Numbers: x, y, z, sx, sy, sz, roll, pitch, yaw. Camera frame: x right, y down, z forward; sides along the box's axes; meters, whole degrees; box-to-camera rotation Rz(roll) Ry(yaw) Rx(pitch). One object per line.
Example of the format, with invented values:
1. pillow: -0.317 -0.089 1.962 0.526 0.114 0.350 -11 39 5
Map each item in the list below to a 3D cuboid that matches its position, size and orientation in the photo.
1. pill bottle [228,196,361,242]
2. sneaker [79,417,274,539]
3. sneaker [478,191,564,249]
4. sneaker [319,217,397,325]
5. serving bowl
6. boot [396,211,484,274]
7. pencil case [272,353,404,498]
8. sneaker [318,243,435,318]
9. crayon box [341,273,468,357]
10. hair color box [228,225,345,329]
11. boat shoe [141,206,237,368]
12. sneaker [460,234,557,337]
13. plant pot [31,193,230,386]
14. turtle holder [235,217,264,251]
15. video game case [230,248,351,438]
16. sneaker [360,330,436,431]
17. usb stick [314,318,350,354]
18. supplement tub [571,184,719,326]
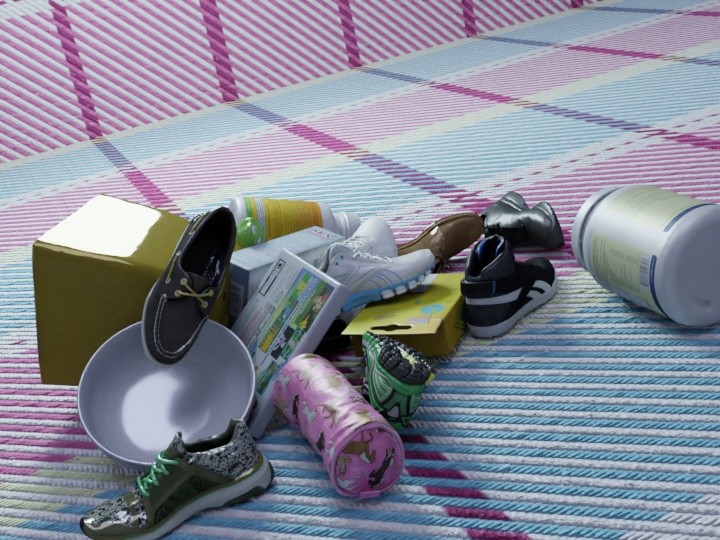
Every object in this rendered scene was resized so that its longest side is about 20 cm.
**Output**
1. pill bottle: -0.104 -0.054 1.535 0.200 0.111 0.111 2 16 -18
2. sneaker: -0.190 0.204 0.992 0.200 0.089 0.077 -21 23 -21
3. sneaker: 0.239 -0.062 1.490 0.091 0.076 0.200 -27 17 -11
4. sneaker: -0.007 -0.014 1.367 0.078 0.099 0.200 3 47 25
5. serving bowl: -0.215 0.148 1.121 0.200 0.066 0.200 -1 50 1
6. boot: 0.109 -0.020 1.455 0.200 0.074 0.075 -27 37 -16
7. pencil case: -0.027 0.159 1.022 0.083 0.087 0.200 -40 27 -8
8. sneaker: 0.000 0.000 1.269 0.200 0.087 0.075 -21 11 -10
9. crayon box: 0.069 0.061 1.259 0.127 0.051 0.200 -3 19 23
10. hair color box: -0.108 0.012 1.370 0.061 0.099 0.200 22 26 33
11. boat shoe: -0.195 0.014 1.127 0.061 0.072 0.202 -35 35 52
12. sneaker: 0.199 -0.004 1.283 0.073 0.112 0.200 5 26 34
13. plant pot: -0.275 0.035 1.252 0.200 0.196 0.194 10 25 9
14. turtle holder: -0.199 0.011 1.406 0.185 0.141 0.132 -22 21 9
15. video game case: -0.107 0.081 1.185 0.200 0.022 0.182 -57 30 -1
16. sneaker: 0.027 0.122 1.104 0.078 0.085 0.200 24 4 -3
17. usb stick: -0.111 0.101 1.294 0.200 0.033 0.055 -11 28 1
18. supplement tub: 0.366 -0.026 1.205 0.145 0.145 0.200 -19 22 -18
